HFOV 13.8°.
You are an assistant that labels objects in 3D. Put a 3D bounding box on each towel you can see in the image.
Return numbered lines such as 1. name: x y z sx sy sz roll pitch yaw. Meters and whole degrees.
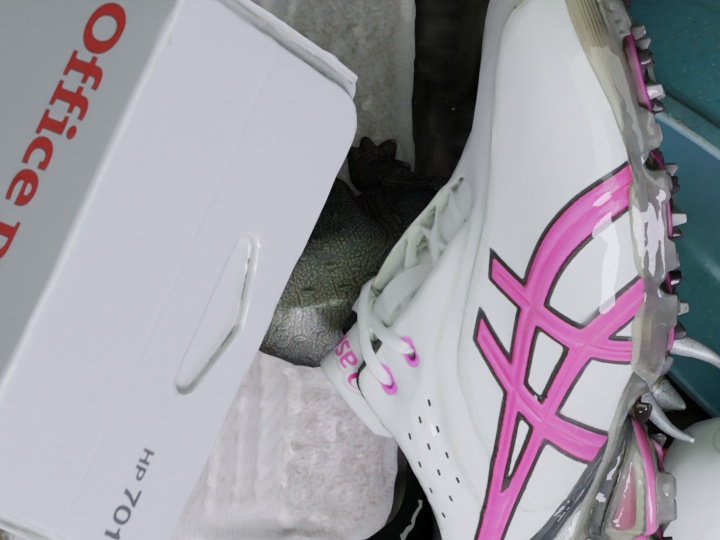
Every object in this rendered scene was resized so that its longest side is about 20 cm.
1. towel: -0.048 -0.004 0.894 0.132 0.034 0.201 -2 97 -27

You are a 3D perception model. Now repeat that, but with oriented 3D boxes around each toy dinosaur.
1. toy dinosaur: 0.000 0.000 0.843 0.199 0.102 0.077 5 92 -27

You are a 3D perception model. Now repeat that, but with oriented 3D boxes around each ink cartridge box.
1. ink cartridge box: -0.121 -0.023 0.793 0.086 0.199 0.147 33 79 -52

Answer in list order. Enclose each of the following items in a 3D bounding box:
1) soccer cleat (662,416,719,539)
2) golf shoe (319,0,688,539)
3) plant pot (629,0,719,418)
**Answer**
1. soccer cleat: 0.146 0.124 0.887 0.077 0.069 0.200 -6 129 33
2. golf shoe: 0.036 0.014 0.766 0.092 0.073 0.201 -4 120 -5
3. plant pot: 0.172 -0.050 0.866 0.188 0.200 0.200 -46 103 -13
